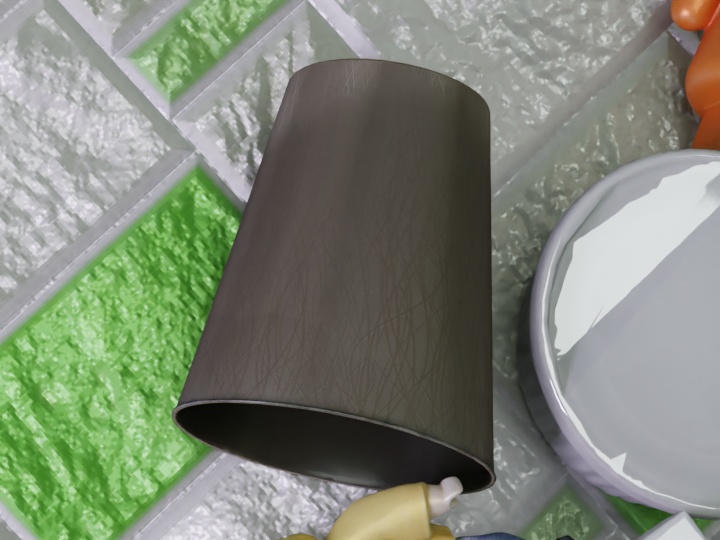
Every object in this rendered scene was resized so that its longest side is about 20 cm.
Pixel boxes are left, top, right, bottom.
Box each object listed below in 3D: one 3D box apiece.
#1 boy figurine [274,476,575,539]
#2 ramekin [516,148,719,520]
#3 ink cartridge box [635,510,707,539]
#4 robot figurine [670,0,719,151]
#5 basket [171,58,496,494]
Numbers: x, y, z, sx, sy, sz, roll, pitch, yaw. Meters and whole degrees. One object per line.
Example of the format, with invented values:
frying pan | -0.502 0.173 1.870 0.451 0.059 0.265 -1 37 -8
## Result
boy figurine | 0.022 0.165 1.565 0.199 0.064 0.125 8 110 -20
ramekin | 0.177 0.040 1.633 0.202 0.094 0.203 3 79 -15
ink cartridge box | 0.124 0.238 1.507 0.200 0.084 0.145 -35 83 -8
robot figurine | 0.256 -0.137 1.681 0.143 0.117 0.200 19 71 22
basket | 0.000 0.000 1.575 0.180 0.136 0.201 16 70 -24
